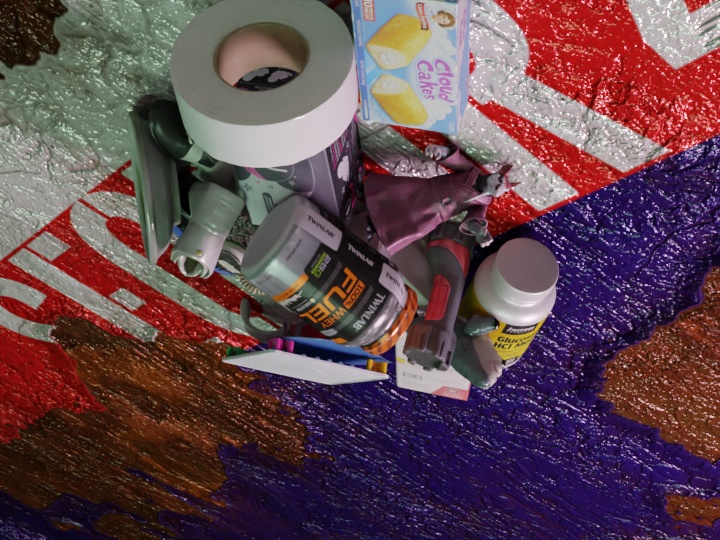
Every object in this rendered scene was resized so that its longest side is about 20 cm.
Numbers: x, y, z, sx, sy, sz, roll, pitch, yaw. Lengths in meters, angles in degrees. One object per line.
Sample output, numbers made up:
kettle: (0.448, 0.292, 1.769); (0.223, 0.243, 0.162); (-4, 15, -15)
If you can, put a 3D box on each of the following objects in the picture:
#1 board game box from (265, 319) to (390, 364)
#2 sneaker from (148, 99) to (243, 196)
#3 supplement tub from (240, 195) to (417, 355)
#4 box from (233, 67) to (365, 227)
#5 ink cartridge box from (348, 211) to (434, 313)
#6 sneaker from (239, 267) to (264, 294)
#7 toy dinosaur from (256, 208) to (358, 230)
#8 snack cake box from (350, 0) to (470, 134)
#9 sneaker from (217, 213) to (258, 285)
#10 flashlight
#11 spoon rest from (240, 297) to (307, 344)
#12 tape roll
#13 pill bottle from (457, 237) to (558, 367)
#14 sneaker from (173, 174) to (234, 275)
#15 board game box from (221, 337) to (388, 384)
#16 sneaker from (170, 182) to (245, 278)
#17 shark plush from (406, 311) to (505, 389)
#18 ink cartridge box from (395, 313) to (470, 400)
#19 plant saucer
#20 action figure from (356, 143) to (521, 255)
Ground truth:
board game box: (-0.044, 0.105, 1.797); (0.157, 0.039, 0.200); (2, 166, 23)
sneaker: (-0.186, -0.162, 1.517); (0.088, 0.074, 0.200); (-8, 151, 32)
supplement tub: (-0.034, 0.011, 1.430); (0.200, 0.123, 0.122); (35, 144, -20)
box: (-0.079, -0.147, 1.443); (0.131, 0.115, 0.200); (9, 146, 13)
ink cartridge box: (0.000, 0.000, 1.654); (0.199, 0.084, 0.145); (-13, 136, 39)
sneaker: (-0.051, -0.007, 1.559); (0.199, 0.109, 0.070); (0, 101, 6)
toy dinosaur: (-0.091, -0.070, 1.546); (0.101, 0.200, 0.058); (12, 119, 42)
snack cake box: (0.058, -0.243, 1.278); (0.114, 0.067, 0.200); (11, 147, 12)
sneaker: (-0.138, -0.020, 1.692); (0.077, 0.089, 0.200); (15, 165, 29)
flashlight: (0.100, 0.031, 1.545); (0.067, 0.201, 0.068); (-6, 140, 34)
spoon rest: (-0.099, 0.091, 1.862); (0.199, 0.061, 0.100); (9, 147, 16)
tape roll: (-0.103, -0.210, 1.283); (0.201, 0.203, 0.071); (10, 147, 12)
pill bottle: (0.197, 0.044, 1.598); (0.112, 0.113, 0.200); (18, 148, 0)
sneaker: (-0.213, -0.062, 1.678); (0.078, 0.070, 0.200); (-11, 138, 44)
board game box: (-0.087, 0.142, 1.827); (0.199, 0.026, 0.200); (15, 166, -26)
sneaker: (-0.209, -0.049, 1.527); (0.073, 0.116, 0.200); (28, 175, -10)
shark plush: (0.105, 0.089, 1.568); (0.200, 0.083, 0.091); (29, 147, 22)
ink cartridge box: (0.115, 0.113, 1.785); (0.116, 0.068, 0.200); (11, 149, 9)
plant saucer: (-0.267, -0.110, 1.547); (0.050, 0.201, 0.200); (-7, 150, -13)
action figure: (0.102, -0.083, 1.464); (0.199, 0.135, 0.149); (-14, 177, 4)
